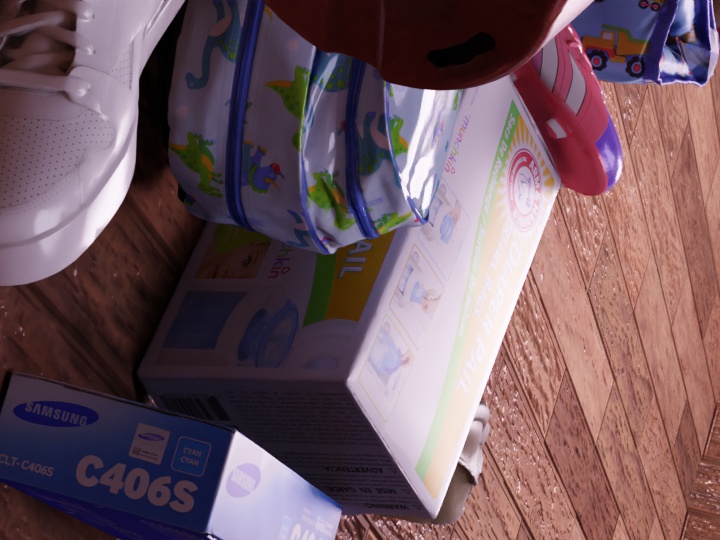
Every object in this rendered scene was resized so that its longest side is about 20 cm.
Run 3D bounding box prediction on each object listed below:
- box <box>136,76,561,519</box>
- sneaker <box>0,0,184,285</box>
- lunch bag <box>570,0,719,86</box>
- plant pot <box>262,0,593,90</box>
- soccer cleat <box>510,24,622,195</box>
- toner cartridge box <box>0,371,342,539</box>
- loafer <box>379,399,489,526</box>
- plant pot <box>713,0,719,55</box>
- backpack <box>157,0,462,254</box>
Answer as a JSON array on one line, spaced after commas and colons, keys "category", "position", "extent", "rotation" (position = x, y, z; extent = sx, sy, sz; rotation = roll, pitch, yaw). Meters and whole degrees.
[{"category": "box", "position": [0.000, 0.000, 1.294], "extent": [0.101, 0.112, 0.201], "rotation": [58, 42, -42]}, {"category": "sneaker", "position": [-0.104, -0.098, 0.949], "extent": [0.200, 0.073, 0.116], "rotation": [-76, 168, -45]}, {"category": "lunch bag", "position": [0.112, -0.142, 1.559], "extent": [0.200, 0.150, 0.094], "rotation": [31, 73, -75]}, {"category": "plant pot", "position": [0.051, -0.177, 1.011], "extent": [0.195, 0.200, 0.201], "rotation": [-49, 152, -36]}, {"category": "soccer cleat", "position": [0.079, -0.117, 1.400], "extent": [0.076, 0.200, 0.067], "rotation": [-26, 143, -18]}, {"category": "toner cartridge box", "position": [-0.075, 0.090, 1.170], "extent": [0.200, 0.095, 0.043], "rotation": [49, 55, -73]}, {"category": "loafer", "position": [0.032, 0.100, 1.524], "extent": [0.200, 0.076, 0.068], "rotation": [31, 67, -75]}, {"category": "plant pot", "position": [0.188, -0.234, 1.679], "extent": [0.183, 0.200, 0.201], "rotation": [-57, 156, -45]}, {"category": "backpack", "position": [-0.014, -0.109, 1.172], "extent": [0.200, 0.153, 0.163], "rotation": [-60, 169, -13]}]
